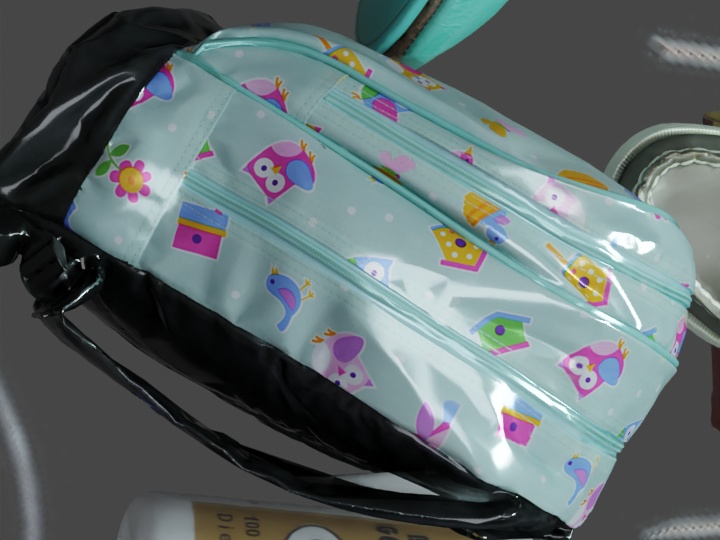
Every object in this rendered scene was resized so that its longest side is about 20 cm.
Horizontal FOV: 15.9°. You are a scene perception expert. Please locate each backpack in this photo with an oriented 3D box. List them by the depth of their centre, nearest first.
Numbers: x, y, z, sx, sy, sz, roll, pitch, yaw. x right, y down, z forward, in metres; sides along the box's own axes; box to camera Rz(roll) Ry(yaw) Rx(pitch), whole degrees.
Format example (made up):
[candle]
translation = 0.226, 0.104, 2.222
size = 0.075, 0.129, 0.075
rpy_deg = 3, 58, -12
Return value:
[backpack]
translation = 0.000, 0.000, 0.798
size = 0.200, 0.167, 0.127
rpy_deg = 29, 95, 13

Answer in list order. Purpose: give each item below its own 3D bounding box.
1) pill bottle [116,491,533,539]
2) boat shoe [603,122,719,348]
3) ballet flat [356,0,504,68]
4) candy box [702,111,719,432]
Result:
[pill bottle]
translation = 0.015, 0.140, 0.874
size = 0.199, 0.114, 0.115
rpy_deg = 6, 99, -9
[boat shoe]
translation = 0.169, 0.018, 0.847
size = 0.201, 0.060, 0.072
rpy_deg = 33, 94, -11
[ballet flat]
translation = 0.062, -0.153, 0.851
size = 0.070, 0.067, 0.201
rpy_deg = 14, 100, -27
[candy box]
translation = 0.224, -0.002, 0.910
size = 0.199, 0.056, 0.117
rpy_deg = -4, 99, -6
